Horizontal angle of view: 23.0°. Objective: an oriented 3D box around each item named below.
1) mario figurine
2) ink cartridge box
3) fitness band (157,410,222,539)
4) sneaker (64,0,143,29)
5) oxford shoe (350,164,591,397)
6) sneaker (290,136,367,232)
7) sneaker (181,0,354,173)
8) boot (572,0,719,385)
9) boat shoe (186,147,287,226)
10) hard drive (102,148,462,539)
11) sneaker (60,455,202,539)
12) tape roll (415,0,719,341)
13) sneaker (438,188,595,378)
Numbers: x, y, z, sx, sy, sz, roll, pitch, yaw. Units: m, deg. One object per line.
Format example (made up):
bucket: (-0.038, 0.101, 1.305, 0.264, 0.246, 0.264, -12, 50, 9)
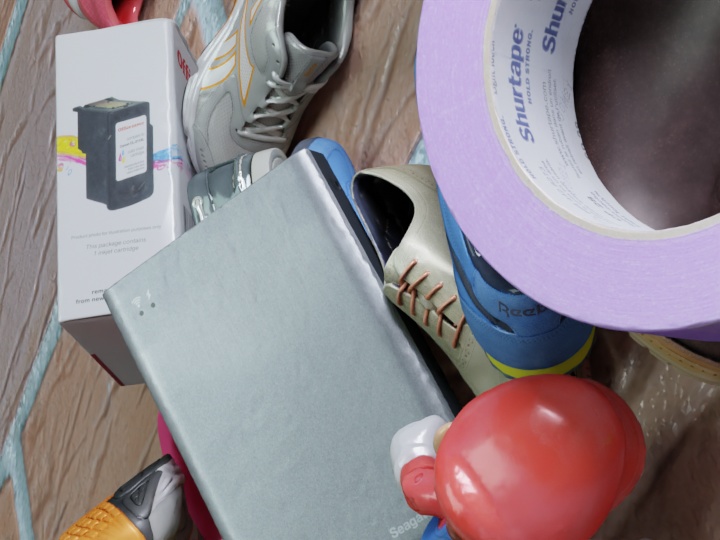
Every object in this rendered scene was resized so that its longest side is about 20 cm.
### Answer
mario figurine: (0.074, 0.106, 0.756, 0.201, 0.122, 0.107, 111, 172, -53)
ink cartridge box: (-0.143, -0.042, 1.174, 0.146, 0.082, 0.202, 65, -161, -68)
fitness band: (-0.070, 0.131, 1.015, 0.145, 0.037, 0.200, 60, 160, 8)
sneaker: (-0.179, -0.277, 1.407, 0.087, 0.073, 0.202, 47, 132, 41)
oxford shoe: (0.047, 0.020, 0.839, 0.071, 0.073, 0.201, -66, 32, 28)
sneaker: (0.000, 0.000, 0.978, 0.078, 0.066, 0.201, -20, 46, 19)
sneaker: (-0.052, -0.123, 1.085, 0.092, 0.075, 0.202, 49, 129, 51)
boot: (0.136, -0.078, 0.680, 0.167, 0.072, 0.201, -52, 47, 39)
boat shoe: (-0.059, 0.033, 1.022, 0.073, 0.061, 0.202, -12, -86, -75)
hard drive: (-0.031, 0.061, 0.893, 0.139, 0.033, 0.201, -34, 74, 17)
sneaker: (-0.111, 0.162, 0.993, 0.092, 0.075, 0.200, 53, 173, 3)
tape roll: (0.118, -0.077, 0.627, 0.199, 0.065, 0.203, -5, 82, 36)
sneaker: (0.063, -0.052, 0.786, 0.079, 0.065, 0.202, 69, -171, -56)
